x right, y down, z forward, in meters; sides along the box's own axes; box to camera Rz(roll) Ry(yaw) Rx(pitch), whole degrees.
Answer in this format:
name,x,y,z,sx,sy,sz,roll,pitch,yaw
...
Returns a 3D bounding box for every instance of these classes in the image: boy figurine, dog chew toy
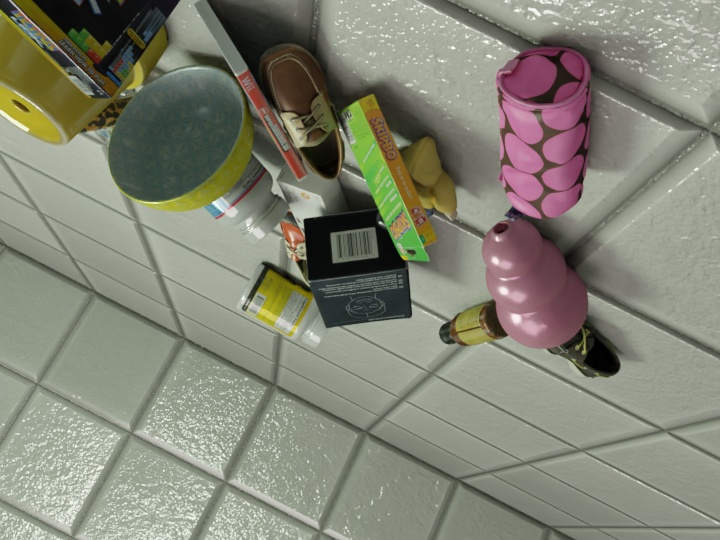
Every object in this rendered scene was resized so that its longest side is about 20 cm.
name,x,y,z,sx,sy,sz,roll,pitch,yaw
boy figurine,0.073,-0.104,0.993,0.123,0.065,0.200,30,163,3
dog chew toy,0.222,0.012,1.013,0.124,0.125,0.201,8,145,43

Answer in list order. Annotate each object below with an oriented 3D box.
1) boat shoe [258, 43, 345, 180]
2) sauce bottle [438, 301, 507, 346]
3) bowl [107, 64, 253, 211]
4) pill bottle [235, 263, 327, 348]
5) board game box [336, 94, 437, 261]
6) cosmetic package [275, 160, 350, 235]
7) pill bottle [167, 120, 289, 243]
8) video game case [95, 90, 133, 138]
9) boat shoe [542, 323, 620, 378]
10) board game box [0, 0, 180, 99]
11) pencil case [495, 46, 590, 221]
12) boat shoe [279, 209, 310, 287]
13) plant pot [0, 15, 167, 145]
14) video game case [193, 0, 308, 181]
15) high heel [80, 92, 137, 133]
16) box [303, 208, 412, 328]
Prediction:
name,x,y,z,sx,sy,sz,roll,pitch,yaw
boat shoe,-0.059,-0.183,0.912,0.072,0.075,0.200,64,-176,34
sauce bottle,0.195,0.096,1.334,0.066,0.067,0.200,31,162,-12
bowl,-0.217,-0.154,1.008,0.198,0.202,0.108,18,164,25
pill bottle,-0.163,0.081,1.686,0.199,0.115,0.114,30,160,-8
board game box,0.033,-0.106,0.921,0.202,0.030,0.095,68,165,-9
cosmetic package,-0.064,-0.094,1.213,0.082,0.051,0.200,19,159,20
pill bottle,-0.201,-0.139,1.140,0.200,0.109,0.108,47,155,-18
video game case,-0.441,-0.280,1.288,0.181,0.022,0.200,25,160,7
boat shoe,0.333,0.109,1.179,0.060,0.072,0.201,-1,154,45
board game box,-0.298,-0.310,0.805,0.056,0.166,0.200,12,156,40
pencil case,0.176,-0.132,0.759,0.093,0.091,0.201,33,162,25
boat shoe,-0.102,-0.040,1.383,0.071,0.063,0.200,20,158,25
plant pot,-0.378,-0.273,0.971,0.199,0.190,0.201,24,160,10
video game case,-0.129,-0.214,0.932,0.144,0.017,0.200,59,180,33
high heel,-0.339,-0.210,1.144,0.071,0.144,0.200,6,151,45
box,0.000,0.000,1.196,0.146,0.108,0.200,-7,155,2
